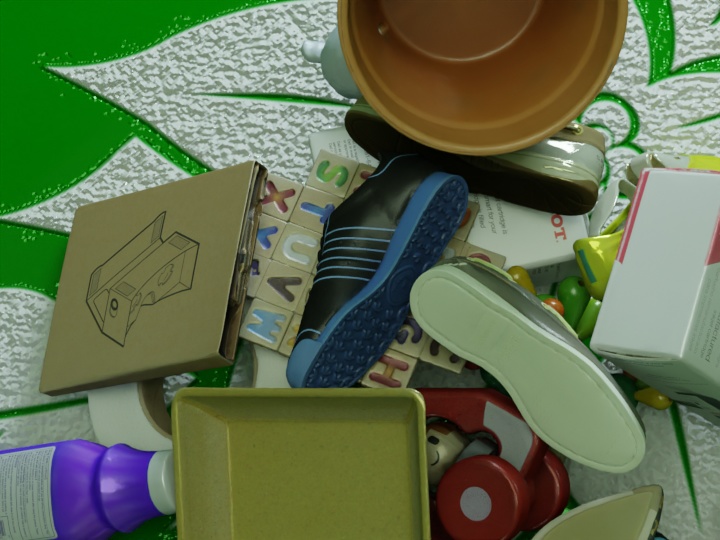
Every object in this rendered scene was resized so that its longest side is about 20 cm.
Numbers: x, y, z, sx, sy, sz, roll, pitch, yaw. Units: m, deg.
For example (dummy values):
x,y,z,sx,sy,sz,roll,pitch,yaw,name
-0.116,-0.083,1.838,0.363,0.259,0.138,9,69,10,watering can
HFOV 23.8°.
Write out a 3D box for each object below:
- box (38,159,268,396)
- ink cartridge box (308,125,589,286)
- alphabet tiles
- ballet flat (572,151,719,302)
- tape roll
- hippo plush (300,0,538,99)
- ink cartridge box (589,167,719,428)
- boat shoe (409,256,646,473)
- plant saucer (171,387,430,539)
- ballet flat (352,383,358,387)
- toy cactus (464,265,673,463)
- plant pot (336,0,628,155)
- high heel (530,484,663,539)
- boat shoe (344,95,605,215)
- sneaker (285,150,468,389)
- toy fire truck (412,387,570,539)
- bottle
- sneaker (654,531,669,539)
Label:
x,y,z,sx,sy,sz,roll,pitch,yaw,name
-0.162,0.009,1.319,0.200,0.021,0.164,-12,59,37,box
0.071,-0.050,1.355,0.199,0.084,0.145,-12,75,1,ink cartridge box
0.000,0.000,1.288,0.200,0.006,0.167,20,70,10,alphabet tiles
0.221,-0.051,1.311,0.067,0.067,0.200,52,50,-9,ballet flat
-0.119,0.082,1.324,0.202,0.037,0.203,-7,74,24,tape roll
0.052,-0.190,1.348,0.159,0.200,0.161,31,87,33,hippo plush
0.273,0.030,1.259,0.085,0.200,0.146,6,73,45,ink cartridge box
0.127,0.062,1.220,0.202,0.060,0.072,40,120,7,boat shoe
-0.034,0.180,1.219,0.200,0.048,0.201,-1,93,24,plant saucer
-0.048,0.044,1.357,0.067,0.068,0.200,-17,70,20,ballet flat
0.158,0.088,1.309,0.200,0.102,0.165,11,95,-18,toy cactus
0.079,-0.196,1.221,0.199,0.140,0.201,-1,109,-3,plant pot
0.154,0.247,1.255,0.200,0.143,0.071,-43,59,-13,high heel
0.088,-0.100,1.292,0.200,0.074,0.067,18,64,7,boat shoe
-0.003,0.001,1.255,0.078,0.070,0.200,28,77,37,sneaker
0.050,0.175,1.271,0.168,0.112,0.200,27,103,23,toy fire truck
-0.220,0.170,1.296,0.200,0.065,0.084,-11,74,24,bottle
0.202,0.288,1.256,0.073,0.082,0.201,2,77,-10,sneaker
